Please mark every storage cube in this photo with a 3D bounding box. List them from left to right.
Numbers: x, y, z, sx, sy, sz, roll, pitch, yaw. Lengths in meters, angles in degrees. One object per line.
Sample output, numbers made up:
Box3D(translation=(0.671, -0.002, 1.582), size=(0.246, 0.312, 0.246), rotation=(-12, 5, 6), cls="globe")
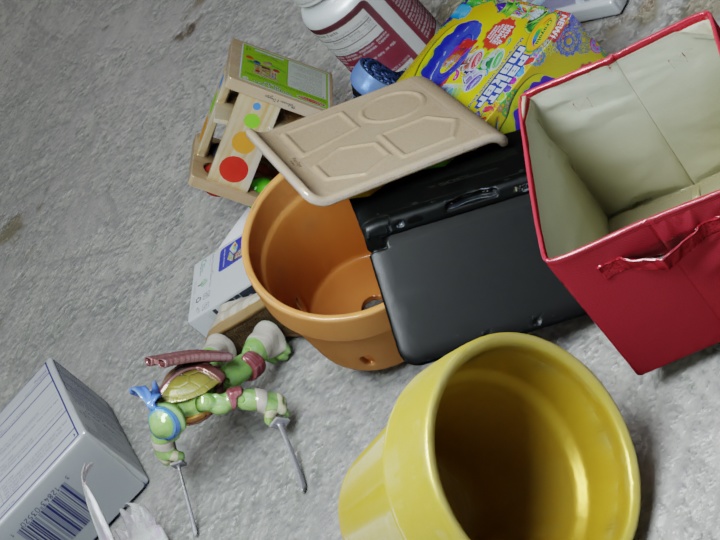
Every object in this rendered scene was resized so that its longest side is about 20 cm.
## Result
Box3D(translation=(0.242, -0.054, 1.323), size=(0.170, 0.180, 0.201), rotation=(-23, 48, 21), cls="storage cube")

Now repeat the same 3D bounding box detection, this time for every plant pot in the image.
Box3D(translation=(0.000, 0.000, 1.609), size=(0.198, 0.140, 0.201), rotation=(-7, 54, 10), cls="plant pot")
Box3D(translation=(0.083, 0.172, 1.317), size=(0.189, 0.200, 0.202), rotation=(-34, 29, 53), cls="plant pot")

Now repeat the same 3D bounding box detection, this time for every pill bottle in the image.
Box3D(translation=(0.005, -0.288, 1.924), size=(0.114, 0.200, 0.115), rotation=(-32, 33, 24), cls="pill bottle")

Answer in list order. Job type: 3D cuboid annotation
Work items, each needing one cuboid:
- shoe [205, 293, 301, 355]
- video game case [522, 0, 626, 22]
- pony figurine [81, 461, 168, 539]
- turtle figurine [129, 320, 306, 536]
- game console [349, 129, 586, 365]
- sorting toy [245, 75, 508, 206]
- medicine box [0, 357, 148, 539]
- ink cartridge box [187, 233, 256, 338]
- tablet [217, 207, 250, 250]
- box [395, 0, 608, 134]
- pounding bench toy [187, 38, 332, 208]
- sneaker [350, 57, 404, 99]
Box3D(translation=(-0.088, 0.039, 1.793), size=(0.199, 0.070, 0.054), rotation=(-21, 42, 38), cls="shoe")
Box3D(translation=(0.239, -0.340, 1.861), size=(0.199, 0.023, 0.183), rotation=(-3, 52, 50), cls="video game case")
Box3D(translation=(-0.231, 0.304, 1.616), size=(0.200, 0.167, 0.193), rotation=(-39, 62, 4), cls="pony figurine")
Box3D(translation=(-0.136, 0.150, 1.722), size=(0.144, 0.199, 0.194), rotation=(-54, 1, 36), cls="turtle figurine")
Box3D(translation=(0.104, -0.027, 1.505), size=(0.198, 0.117, 0.176), rotation=(-17, 25, -2), cls="game console")
Box3D(translation=(0.013, -0.116, 1.562), size=(0.199, 0.037, 0.185), rotation=(-18, 28, -14), cls="sorting toy")
Box3D(translation=(-0.350, 0.227, 1.879), size=(0.182, 0.103, 0.200), rotation=(-47, 30, 1), cls="medicine box")
Box3D(translation=(-0.106, -0.011, 1.882), size=(0.199, 0.039, 0.100), rotation=(-32, 34, 28), cls="ink cartridge box")
Box3D(translation=(-0.106, -0.021, 1.944), size=(0.199, 0.014, 0.131), rotation=(11, 64, 57), cls="tablet")
Box3D(translation=(0.132, -0.153, 1.685), size=(0.200, 0.122, 0.192), rotation=(-51, 31, -6), cls="box")
Box3D(translation=(-0.083, -0.144, 1.956), size=(0.125, 0.199, 0.157), rotation=(-94, 25, -62), cls="pounding bench toy")
Box3D(translation=(0.024, -0.174, 1.826), size=(0.078, 0.070, 0.200), rotation=(-53, -15, 11), cls="sneaker")
